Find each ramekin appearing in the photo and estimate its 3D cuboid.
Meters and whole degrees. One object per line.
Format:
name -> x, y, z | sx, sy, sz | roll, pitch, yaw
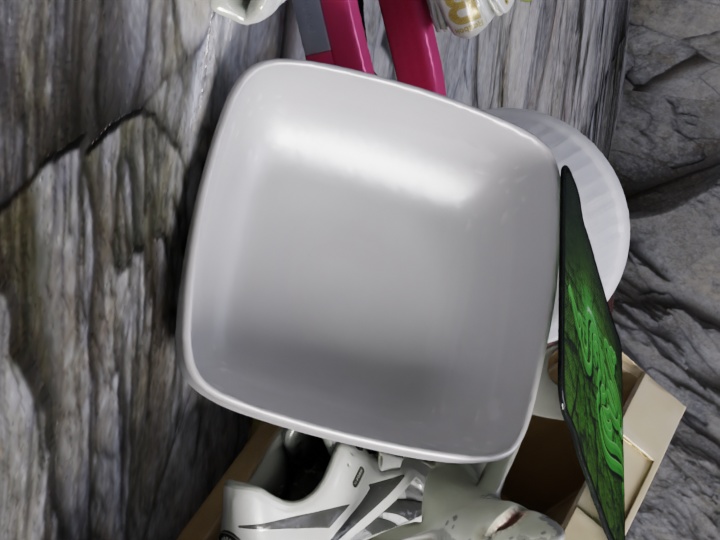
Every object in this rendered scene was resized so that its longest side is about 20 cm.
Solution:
ramekin -> 0.107, -0.026, 1.308 | 0.098, 0.200, 0.201 | -27, 126, -65

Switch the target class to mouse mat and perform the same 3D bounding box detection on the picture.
mouse mat -> 0.132, 0.058, 0.921 | 0.200, 0.008, 0.161 | 65, 24, -50

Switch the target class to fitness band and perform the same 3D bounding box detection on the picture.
fitness band -> 0.009, -0.148, 1.014 | 0.144, 0.037, 0.200 | -39, 119, -61

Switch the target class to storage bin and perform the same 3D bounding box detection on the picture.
storage bin -> 0.097, 0.166, 1.061 | 0.199, 0.094, 0.200 | -47, -176, 48

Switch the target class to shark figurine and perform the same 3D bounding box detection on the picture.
shark figurine -> 0.075, 0.131, 0.905 | 0.090, 0.128, 0.215 | 58, 22, -14

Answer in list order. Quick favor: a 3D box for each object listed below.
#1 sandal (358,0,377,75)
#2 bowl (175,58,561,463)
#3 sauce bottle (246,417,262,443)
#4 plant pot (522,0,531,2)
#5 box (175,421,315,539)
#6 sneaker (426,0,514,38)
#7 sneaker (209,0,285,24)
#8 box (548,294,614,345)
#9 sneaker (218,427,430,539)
sandal -> 0.002, -0.101, 1.097 | 0.201, 0.048, 0.075 | 86, 18, -44
bowl -> 0.000, 0.000, 0.878 | 0.075, 0.199, 0.200 | 142, -39, -66
sauce bottle -> -0.052, 0.169, 1.026 | 0.066, 0.066, 0.200 | 29, 72, -77
plant pot -> 0.289, -0.396, 1.869 | 0.200, 0.184, 0.201 | 10, 90, -78
box -> -0.040, 0.166, 0.965 | 0.200, 0.021, 0.164 | -53, 137, -34
sneaker -> 0.056, -0.198, 1.008 | 0.200, 0.074, 0.116 | -44, 119, -65
sneaker -> -0.045, -0.202, 0.763 | 0.200, 0.070, 0.080 | 87, 20, -47
box -> 0.183, 0.088, 1.789 | 0.200, 0.166, 0.164 | -60, 157, -57
sneaker -> -0.004, 0.114, 0.922 | 0.200, 0.074, 0.089 | -28, 119, -50
